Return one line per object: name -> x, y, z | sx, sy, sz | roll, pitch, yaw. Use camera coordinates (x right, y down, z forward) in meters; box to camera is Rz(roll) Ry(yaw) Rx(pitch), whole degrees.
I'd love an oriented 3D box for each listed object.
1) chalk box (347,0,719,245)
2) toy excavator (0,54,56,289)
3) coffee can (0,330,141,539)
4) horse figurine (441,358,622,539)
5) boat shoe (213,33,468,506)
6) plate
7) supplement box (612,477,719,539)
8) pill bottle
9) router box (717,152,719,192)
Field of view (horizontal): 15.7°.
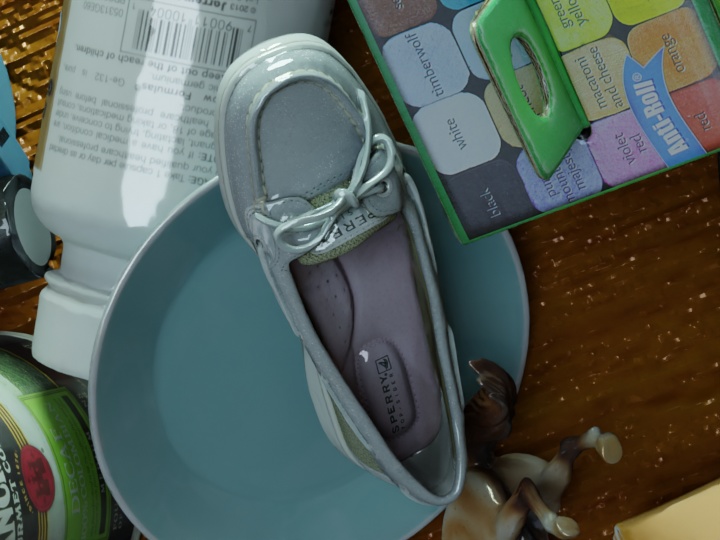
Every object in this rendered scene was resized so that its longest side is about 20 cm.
chalk box -> 0.074, -0.101, 0.966 | 0.123, 0.200, 0.125 | -20, 111, 15
toy excavator -> -0.211, -0.106, 1.166 | 0.100, 0.200, 0.195 | -15, 132, 17
coffee can -> -0.195, 0.105, 1.112 | 0.146, 0.200, 0.147 | 1, 93, 17
horse figurine -> 0.070, 0.134, 1.090 | 0.050, 0.132, 0.201 | -10, 90, -26
boat shoe -> -0.001, 0.001, 1.033 | 0.074, 0.065, 0.203 | -24, 119, -16
plate -> -0.022, 0.036, 1.091 | 0.026, 0.200, 0.201 | 40, 108, 57
supplement box -> 0.207, 0.089, 1.057 | 0.199, 0.069, 0.067 | -27, 83, 15
pill bottle -> -0.080, -0.053, 1.113 | 0.114, 0.114, 0.201 | 13, 97, 16
router box -> 0.223, 0.023, 0.992 | 0.157, 0.052, 0.201 | -18, 52, 24
